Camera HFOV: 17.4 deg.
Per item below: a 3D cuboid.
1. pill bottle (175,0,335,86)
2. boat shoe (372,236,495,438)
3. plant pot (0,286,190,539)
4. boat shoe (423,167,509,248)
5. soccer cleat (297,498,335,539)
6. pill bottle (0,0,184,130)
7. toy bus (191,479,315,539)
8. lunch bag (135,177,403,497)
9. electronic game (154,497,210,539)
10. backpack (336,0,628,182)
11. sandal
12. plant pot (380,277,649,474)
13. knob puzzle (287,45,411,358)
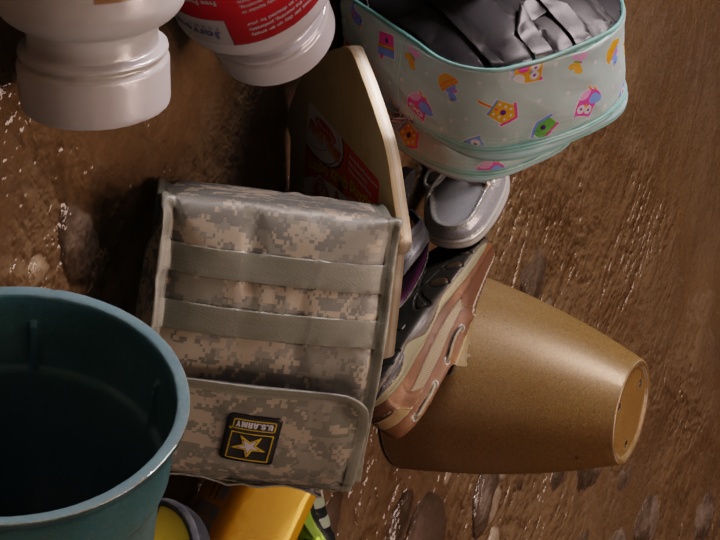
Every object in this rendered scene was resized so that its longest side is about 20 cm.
[{"bbox_3d":[-0.081,-0.210,1.494,0.113,0.112,0.200,-66,154,-26],"label":"pill bottle"},{"bbox_3d":[0.054,0.056,1.959,0.074,0.075,0.200,53,56,-26],"label":"boat shoe"},{"bbox_3d":[-0.198,0.147,1.321,0.200,0.199,0.197,-49,152,-49],"label":"plant pot"},{"bbox_3d":[0.093,-0.112,1.998,0.065,0.074,0.203,57,45,-50],"label":"boat shoe"},{"bbox_3d":[-0.050,0.175,1.813,0.081,0.067,0.201,-74,159,-43],"label":"soccer cleat"},{"bbox_3d":[-0.155,-0.188,1.333,0.114,0.114,0.201,-42,138,-54],"label":"pill bottle"},{"bbox_3d":[-0.070,0.153,1.679,0.065,0.078,0.201,28,82,-21],"label":"toy bus"},{"bbox_3d":[-0.069,0.049,1.554,0.118,0.163,0.201,-127,-135,-78],"label":"lunch bag"},{"bbox_3d":[-0.160,0.232,1.448,0.042,0.200,0.201,34,65,-29],"label":"electronic game"},{"bbox_3d":[0.092,-0.152,1.666,0.175,0.200,0.154,-22,123,-28],"label":"backpack"},{"bbox_3d":[0.023,0.008,1.898,0.075,0.048,0.201,90,16,-60],"label":"sandal"},{"bbox_3d":[0.144,0.102,2.049,0.186,0.199,0.187,12,90,-68],"label":"plant pot"},{"bbox_3d":[-0.001,-0.068,1.670,0.030,0.220,0.221,-10,116,-22],"label":"knob puzzle"}]
